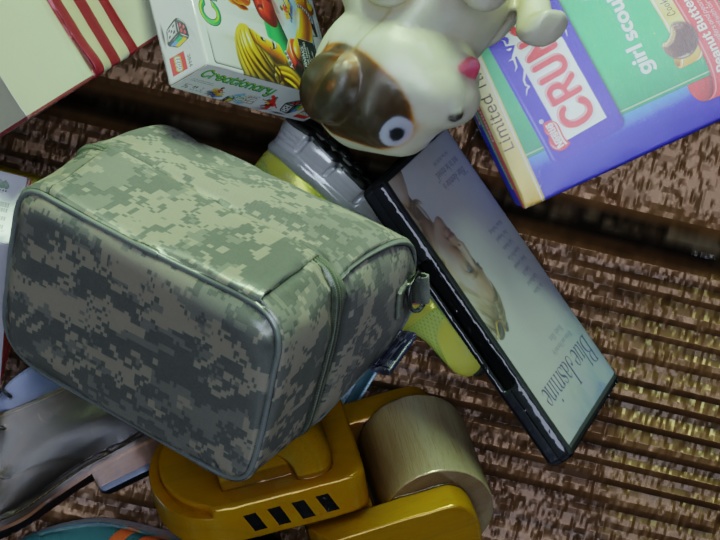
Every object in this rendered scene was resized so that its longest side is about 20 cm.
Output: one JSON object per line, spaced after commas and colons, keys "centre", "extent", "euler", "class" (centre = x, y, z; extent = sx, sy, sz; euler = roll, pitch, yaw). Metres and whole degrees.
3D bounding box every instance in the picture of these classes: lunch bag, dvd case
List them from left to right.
{"centre": [-0.080, 0.005, 1.537], "extent": [0.200, 0.168, 0.140], "euler": [26, 130, 21], "class": "lunch bag"}
{"centre": [0.083, 0.012, 1.644], "extent": [0.018, 0.143, 0.200], "euler": [-33, 95, 23], "class": "dvd case"}

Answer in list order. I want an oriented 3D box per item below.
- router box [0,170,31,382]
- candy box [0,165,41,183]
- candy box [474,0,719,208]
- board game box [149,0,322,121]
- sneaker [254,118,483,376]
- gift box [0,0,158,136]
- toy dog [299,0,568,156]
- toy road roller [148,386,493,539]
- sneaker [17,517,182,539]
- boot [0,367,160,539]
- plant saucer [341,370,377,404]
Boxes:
{"centre": [-0.302, -0.013, 1.596], "extent": [0.199, 0.180, 0.049], "euler": [14, 59, -3], "class": "router box"}
{"centre": [-0.310, -0.036, 1.690], "extent": [0.200, 0.026, 0.102], "euler": [15, 98, -3], "class": "candy box"}
{"centre": [0.154, -0.156, 1.671], "extent": [0.200, 0.077, 0.169], "euler": [-25, 93, 1], "class": "candy box"}
{"centre": [-0.085, -0.194, 1.606], "extent": [0.035, 0.126, 0.200], "euler": [-26, 69, 31], "class": "board game box"}
{"centre": [0.000, 0.000, 1.685], "extent": [0.090, 0.078, 0.200], "euler": [-44, 89, 10], "class": "sneaker"}
{"centre": [-0.250, -0.166, 1.589], "extent": [0.200, 0.185, 0.187], "euler": [-25, 99, 41], "class": "gift box"}
{"centre": [0.024, -0.167, 1.564], "extent": [0.193, 0.140, 0.201], "euler": [2, 80, 23], "class": "toy dog"}
{"centre": [-0.029, 0.112, 1.626], "extent": [0.200, 0.123, 0.146], "euler": [-14, 126, -5], "class": "toy road roller"}
{"centre": [-0.134, 0.199, 1.685], "extent": [0.199, 0.080, 0.072], "euler": [1, 98, -2], "class": "sneaker"}
{"centre": [-0.220, 0.113, 1.689], "extent": [0.200, 0.075, 0.097], "euler": [-22, 84, -9], "class": "boot"}
{"centre": [-0.088, 0.036, 1.707], "extent": [0.200, 0.019, 0.070], "euler": [31, 93, -5], "class": "plant saucer"}
